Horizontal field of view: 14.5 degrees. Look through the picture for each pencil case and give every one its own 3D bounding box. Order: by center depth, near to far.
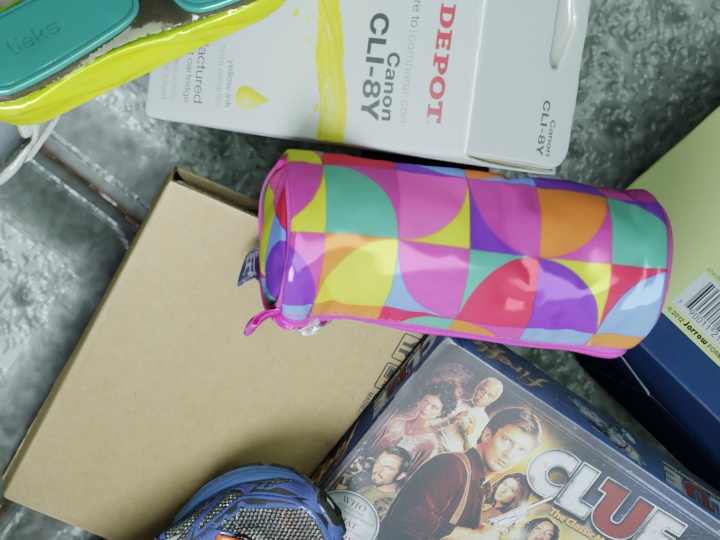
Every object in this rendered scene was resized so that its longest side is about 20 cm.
[{"bbox_3d":[0.044,-0.005,1.314,0.199,0.088,0.089,4,95,-14],"label":"pencil case"}]

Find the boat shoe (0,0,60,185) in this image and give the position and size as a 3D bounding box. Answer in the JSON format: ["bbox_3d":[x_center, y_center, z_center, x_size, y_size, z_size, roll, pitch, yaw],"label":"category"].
[{"bbox_3d":[-0.173,-0.086,1.363,0.071,0.069,0.201,31,85,-14],"label":"boat shoe"}]

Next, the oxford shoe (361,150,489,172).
[{"bbox_3d":[0.046,-0.097,1.412,0.084,0.072,0.201,12,73,-53],"label":"oxford shoe"}]

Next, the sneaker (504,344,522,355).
[{"bbox_3d":[0.000,0.000,1.435,0.200,0.074,0.089,34,72,-21],"label":"sneaker"}]

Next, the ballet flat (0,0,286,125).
[{"bbox_3d":[-0.094,-0.123,1.309,0.199,0.067,0.067,-27,69,-4],"label":"ballet flat"}]

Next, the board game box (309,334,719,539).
[{"bbox_3d":[0.083,0.127,1.390,0.200,0.035,0.136,34,112,-10],"label":"board game box"}]

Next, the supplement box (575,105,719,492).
[{"bbox_3d":[0.239,0.018,1.424,0.200,0.134,0.200,-40,64,-9],"label":"supplement box"}]

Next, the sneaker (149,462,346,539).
[{"bbox_3d":[-0.091,0.163,1.369,0.200,0.078,0.075,-32,104,21],"label":"sneaker"}]

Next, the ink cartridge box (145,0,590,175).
[{"bbox_3d":[0.004,-0.131,1.341,0.083,0.199,0.146,5,94,-53],"label":"ink cartridge box"}]

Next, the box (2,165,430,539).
[{"bbox_3d":[-0.064,0.061,1.393,0.163,0.021,0.200,23,116,-15],"label":"box"}]
